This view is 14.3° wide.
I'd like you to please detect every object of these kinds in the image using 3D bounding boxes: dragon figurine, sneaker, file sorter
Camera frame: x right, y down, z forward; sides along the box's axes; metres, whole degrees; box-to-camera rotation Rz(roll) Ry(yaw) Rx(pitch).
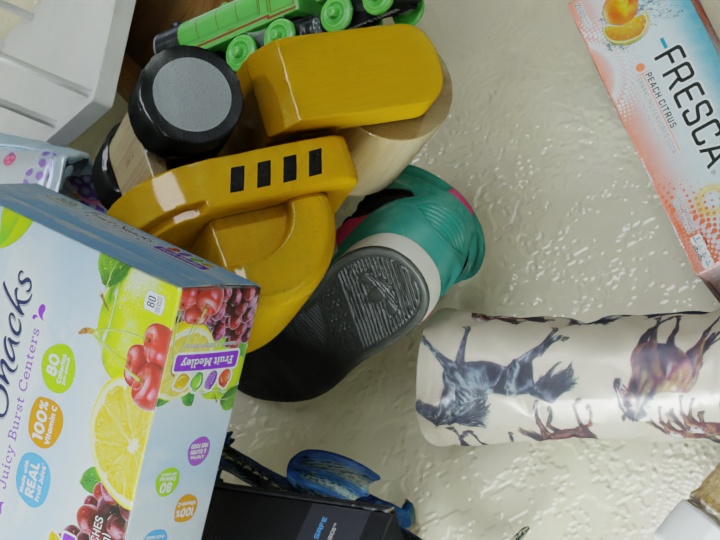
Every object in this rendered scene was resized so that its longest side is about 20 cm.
[{"bbox_3d":[-0.015,0.137,1.592,0.200,0.099,0.059,12,75,29],"label":"dragon figurine"},{"bbox_3d":[0.000,0.000,1.659,0.200,0.084,0.121,-26,14,47],"label":"sneaker"},{"bbox_3d":[-0.234,-0.140,1.738,0.200,0.125,0.139,-34,41,51],"label":"file sorter"}]

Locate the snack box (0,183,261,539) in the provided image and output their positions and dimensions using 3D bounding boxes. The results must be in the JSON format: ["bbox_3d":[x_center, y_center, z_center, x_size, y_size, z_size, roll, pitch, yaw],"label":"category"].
[{"bbox_3d":[-0.151,0.074,1.470,0.169,0.068,0.200,25,106,36],"label":"snack box"}]

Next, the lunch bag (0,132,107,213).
[{"bbox_3d":[-0.230,0.015,1.686,0.170,0.127,0.200,10,112,27],"label":"lunch bag"}]

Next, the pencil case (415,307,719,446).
[{"bbox_3d":[0.124,0.057,1.576,0.200,0.089,0.078,-2,96,25],"label":"pencil case"}]

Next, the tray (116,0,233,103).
[{"bbox_3d":[-0.080,-0.168,1.717,0.099,0.037,0.200,46,126,5],"label":"tray"}]

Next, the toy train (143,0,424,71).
[{"bbox_3d":[-0.047,-0.143,1.656,0.200,0.042,0.056,-19,67,33],"label":"toy train"}]

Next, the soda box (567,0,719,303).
[{"bbox_3d":[0.189,-0.079,1.611,0.068,0.064,0.200,-29,60,12],"label":"soda box"}]

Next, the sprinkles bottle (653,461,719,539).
[{"bbox_3d":[0.242,0.087,1.510,0.200,0.068,0.068,-50,57,-1],"label":"sprinkles bottle"}]

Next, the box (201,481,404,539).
[{"bbox_3d":[-0.099,0.200,1.498,0.198,0.050,0.200,7,50,22],"label":"box"}]

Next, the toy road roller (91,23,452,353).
[{"bbox_3d":[-0.041,-0.040,1.538,0.200,0.123,0.146,-12,73,-23],"label":"toy road roller"}]
